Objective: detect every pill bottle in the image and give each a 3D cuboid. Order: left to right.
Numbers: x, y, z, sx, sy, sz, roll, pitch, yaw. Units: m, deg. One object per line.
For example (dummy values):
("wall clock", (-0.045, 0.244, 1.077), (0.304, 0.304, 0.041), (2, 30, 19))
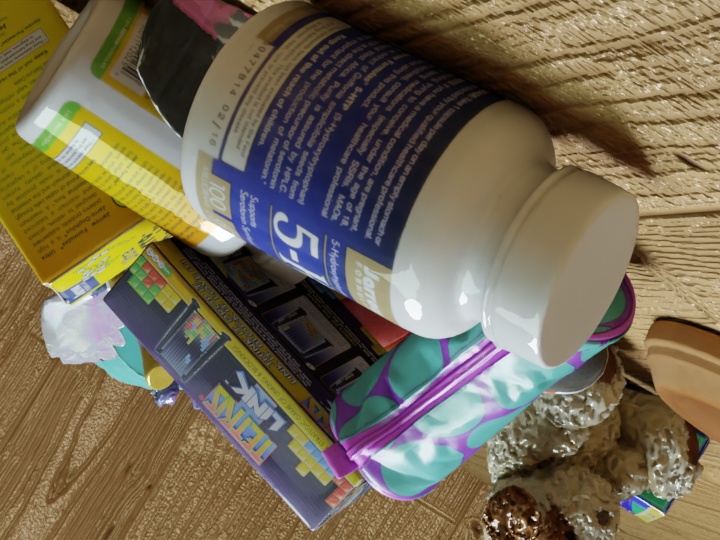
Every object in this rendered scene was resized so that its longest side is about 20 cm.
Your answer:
("pill bottle", (-0.102, -0.078, 1.250), (0.199, 0.111, 0.111), (33, 173, -15))
("pill bottle", (0.025, -0.038, 0.959), (0.199, 0.120, 0.120), (28, 173, 24))

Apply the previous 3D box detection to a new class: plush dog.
("plush dog", (0.137, 0.154, 1.455), (0.160, 0.173, 0.200), (-5, 151, 36))

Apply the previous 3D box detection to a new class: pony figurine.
("pony figurine", (-0.160, 0.013, 1.502), (0.200, 0.166, 0.194), (53, 165, 44))

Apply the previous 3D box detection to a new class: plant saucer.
("plant saucer", (0.259, 0.097, 1.246), (0.199, 0.038, 0.200), (30, 173, 4))

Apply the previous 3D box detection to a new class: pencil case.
("pencil case", (0.066, 0.054, 1.170), (0.085, 0.200, 0.092), (53, -141, 9))

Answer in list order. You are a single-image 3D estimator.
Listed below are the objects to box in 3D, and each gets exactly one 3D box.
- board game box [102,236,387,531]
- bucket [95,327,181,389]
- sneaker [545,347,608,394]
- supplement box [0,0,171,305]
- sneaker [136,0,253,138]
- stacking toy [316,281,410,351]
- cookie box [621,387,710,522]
("board game box", (-0.051, 0.059, 1.310), (0.200, 0.057, 0.165), (47, -157, 9))
("bucket", (-0.188, 0.028, 2.045), (0.207, 0.208, 0.135), (33, 171, -14))
("sneaker", (0.098, 0.023, 1.275), (0.200, 0.077, 0.082), (35, 166, -32))
("supplement box", (-0.213, -0.093, 1.356), (0.201, 0.109, 0.109), (55, 175, 6))
("sneaker", (-0.045, -0.081, 1.146), (0.200, 0.080, 0.086), (39, -178, -15))
("stacking toy", (0.000, 0.000, 1.417), (0.146, 0.146, 0.200), (21, 152, 55))
("cookie box", (0.170, 0.119, 1.620), (0.199, 0.075, 0.171), (30, 174, 8))
